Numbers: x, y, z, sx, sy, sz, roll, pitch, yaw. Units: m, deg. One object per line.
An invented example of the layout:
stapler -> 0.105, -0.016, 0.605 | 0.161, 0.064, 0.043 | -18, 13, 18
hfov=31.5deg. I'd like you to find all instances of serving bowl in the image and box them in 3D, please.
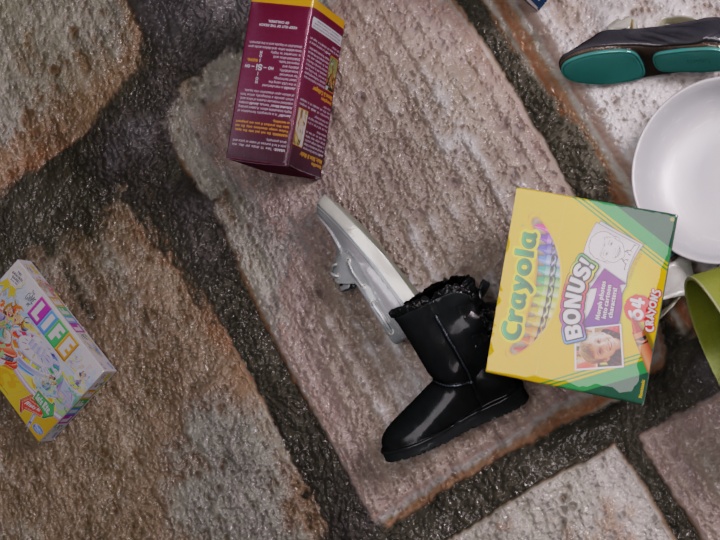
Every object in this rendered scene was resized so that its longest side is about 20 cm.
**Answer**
serving bowl -> 0.397, -0.103, 1.378 | 0.198, 0.066, 0.203 | -5, 80, 30

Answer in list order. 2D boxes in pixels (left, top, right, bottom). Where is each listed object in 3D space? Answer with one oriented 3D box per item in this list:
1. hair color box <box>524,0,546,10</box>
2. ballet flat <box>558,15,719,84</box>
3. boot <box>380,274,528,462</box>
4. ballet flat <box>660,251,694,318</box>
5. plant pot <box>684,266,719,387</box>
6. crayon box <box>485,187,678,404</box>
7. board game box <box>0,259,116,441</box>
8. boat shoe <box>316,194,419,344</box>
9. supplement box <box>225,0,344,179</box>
hair color box -> 0.140, -0.392, 1.481 | 0.200, 0.100, 0.061 | 42, 101, 18
ballet flat -> 0.322, -0.251, 1.429 | 0.197, 0.073, 0.074 | -1, 86, 26
boot -> 0.083, 0.109, 1.458 | 0.196, 0.073, 0.164 | -26, 98, 10
ballet flat -> 0.285, 0.049, 1.421 | 0.199, 0.069, 0.070 | -31, 77, 14
plant pot -> 0.463, 0.052, 1.306 | 0.198, 0.187, 0.189 | -24, 78, 2
crayon box -> 0.236, 0.025, 1.365 | 0.170, 0.058, 0.203 | 10, 94, 14
board game box -> -0.430, 0.105, 1.685 | 0.135, 0.034, 0.200 | -45, 73, 11
boat shoe -> 0.001, 0.000, 1.518 | 0.071, 0.070, 0.201 | -41, 77, 7
supplement box -> -0.089, -0.221, 1.546 | 0.085, 0.110, 0.203 | 9, 89, 20
